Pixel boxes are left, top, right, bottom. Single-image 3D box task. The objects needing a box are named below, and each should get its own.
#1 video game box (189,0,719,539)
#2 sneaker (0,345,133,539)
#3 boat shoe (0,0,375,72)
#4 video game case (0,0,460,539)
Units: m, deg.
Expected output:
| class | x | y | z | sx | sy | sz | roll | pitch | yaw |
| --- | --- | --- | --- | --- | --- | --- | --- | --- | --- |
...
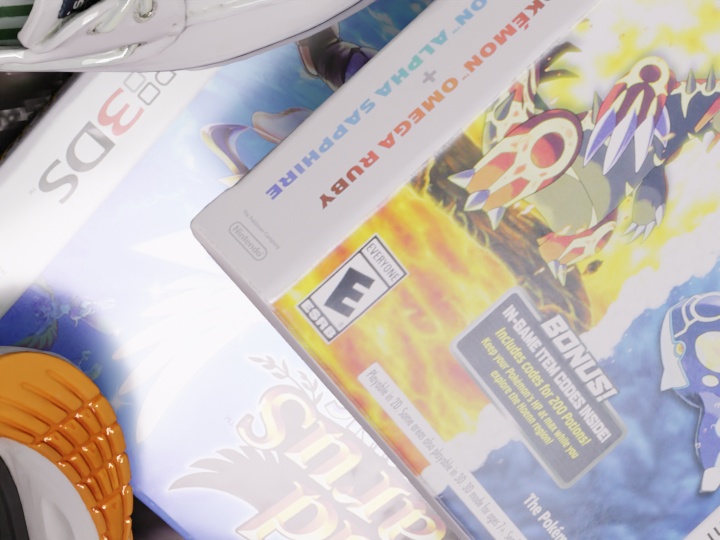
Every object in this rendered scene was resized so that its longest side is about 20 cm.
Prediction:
| class | x | y | z | sx | sy | sz | roll | pitch | yaw |
| --- | --- | --- | --- | --- | --- | --- | --- | --- | --- |
| video game box | 0.077 | -0.009 | 0.777 | 0.182 | 0.047 | 0.200 | -45 | 136 | -4 |
| sneaker | -0.097 | 0.095 | 0.859 | 0.076 | 0.092 | 0.201 | -32 | 126 | -29 |
| boat shoe | -0.073 | -0.076 | 0.736 | 0.199 | 0.067 | 0.074 | -12 | 105 | -2 |
| video game case | 0.000 | 0.000 | 0.862 | 0.200 | 0.045 | 0.181 | 41 | 95 | -8 |
